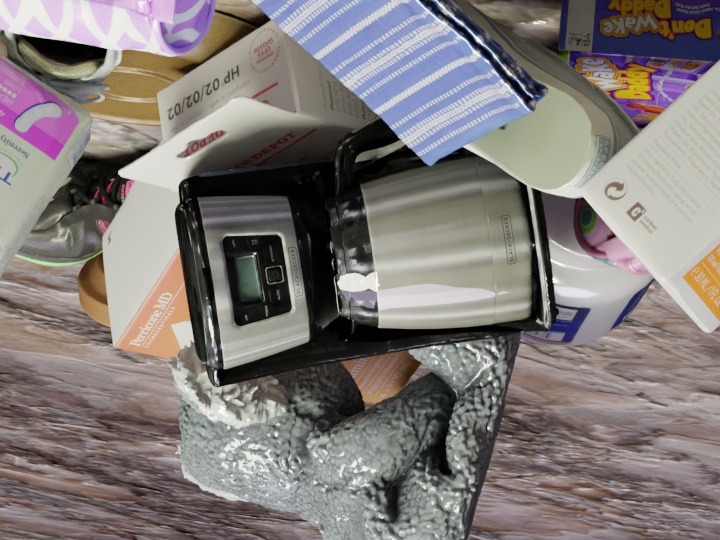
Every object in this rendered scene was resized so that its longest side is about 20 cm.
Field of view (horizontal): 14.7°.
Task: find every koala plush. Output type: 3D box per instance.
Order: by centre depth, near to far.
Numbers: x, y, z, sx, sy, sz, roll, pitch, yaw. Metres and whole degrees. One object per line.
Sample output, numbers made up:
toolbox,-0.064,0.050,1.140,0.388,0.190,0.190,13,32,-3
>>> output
koala plush,-0.022,0.105,1.704,0.199,0.184,0.177,16,156,4

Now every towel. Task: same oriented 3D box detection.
towel,-0.011,-0.132,1.385,0.200,0.024,0.145,42,158,-10

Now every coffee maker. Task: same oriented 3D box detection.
coffee maker,0.000,0.000,1.577,0.199,0.135,0.192,-8,159,-3

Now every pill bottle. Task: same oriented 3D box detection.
pill bottle,0.136,-0.028,1.758,0.119,0.120,0.200,6,167,-2

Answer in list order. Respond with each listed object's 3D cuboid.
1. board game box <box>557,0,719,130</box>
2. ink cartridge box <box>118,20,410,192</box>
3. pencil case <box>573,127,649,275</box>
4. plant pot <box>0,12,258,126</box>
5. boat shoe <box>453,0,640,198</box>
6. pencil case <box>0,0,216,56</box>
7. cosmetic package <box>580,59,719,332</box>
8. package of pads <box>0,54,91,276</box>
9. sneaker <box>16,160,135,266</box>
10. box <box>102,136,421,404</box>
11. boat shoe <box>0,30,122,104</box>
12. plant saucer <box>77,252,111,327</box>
board game box,0.176,-0.108,1.565,0.134,0.045,0.200,5,167,4
ink cartridge box,-0.036,-0.085,1.623,0.200,0.068,0.115,13,149,-43
pencil case,0.219,-0.020,1.636,0.200,0.088,0.087,18,162,-39
plant pot,-0.137,-0.121,1.680,0.199,0.028,0.200,5,167,1
boat shoe,0.078,-0.089,1.479,0.071,0.070,0.201,18,-164,-44
pencil case,-0.168,-0.156,1.379,0.199,0.084,0.085,8,-169,17
cosmetic package,0.216,-0.070,1.398,0.071,0.200,0.101,49,-175,26
package of pads,-0.267,-0.070,1.526,0.200,0.155,0.068,33,162,-5
sneaker,-0.161,-0.051,1.911,0.199,0.077,0.084,-6,160,3
box,-0.046,-0.005,1.762,0.200,0.098,0.124,13,135,-25
boat shoe,-0.162,-0.133,1.521,0.074,0.065,0.202,15,160,-10
plant saucer,-0.099,-0.005,1.956,0.200,0.032,0.200,-4,-159,1
